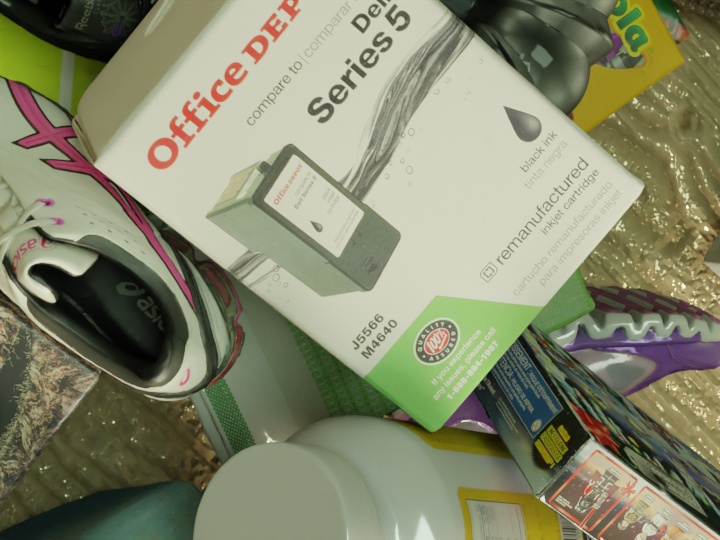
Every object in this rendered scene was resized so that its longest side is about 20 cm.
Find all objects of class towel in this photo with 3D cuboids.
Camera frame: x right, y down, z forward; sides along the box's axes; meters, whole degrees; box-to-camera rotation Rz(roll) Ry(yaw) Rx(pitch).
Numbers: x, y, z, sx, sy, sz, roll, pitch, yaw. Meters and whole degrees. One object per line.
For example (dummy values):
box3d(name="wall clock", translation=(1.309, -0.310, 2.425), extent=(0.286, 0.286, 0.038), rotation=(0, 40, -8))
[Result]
box3d(name="towel", translation=(0.000, 0.000, 0.957), extent=(0.199, 0.031, 0.150), rotation=(-24, 119, -3))

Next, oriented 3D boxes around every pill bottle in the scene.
box3d(name="pill bottle", translation=(0.016, 0.124, 0.902), extent=(0.200, 0.112, 0.113), rotation=(15, 85, -55))

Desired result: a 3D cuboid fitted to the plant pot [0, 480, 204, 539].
box3d(name="plant pot", translation=(-0.124, 0.207, 0.927), extent=(0.196, 0.196, 0.200), rotation=(47, 62, -15))

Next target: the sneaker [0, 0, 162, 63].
box3d(name="sneaker", translation=(-0.098, -0.109, 0.902), extent=(0.199, 0.088, 0.076), rotation=(23, 107, 4))

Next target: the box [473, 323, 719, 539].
box3d(name="box", translation=(0.139, 0.106, 0.953), extent=(0.200, 0.137, 0.040), rotation=(37, 102, -28))

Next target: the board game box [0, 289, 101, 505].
box3d(name="board game box", translation=(-0.242, 0.035, 0.899), extent=(0.200, 0.097, 0.160), rotation=(35, 99, -17))

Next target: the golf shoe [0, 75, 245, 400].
box3d(name="golf shoe", translation=(-0.135, -0.023, 0.866), extent=(0.200, 0.092, 0.073), rotation=(39, 98, 6))

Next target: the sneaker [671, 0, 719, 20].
box3d(name="sneaker", translation=(0.256, -0.161, 1.110), extent=(0.199, 0.070, 0.076), rotation=(23, 60, -18))

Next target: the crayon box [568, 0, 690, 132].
box3d(name="crayon box", translation=(0.083, -0.127, 1.062), extent=(0.200, 0.051, 0.127), rotation=(-36, 102, -16))

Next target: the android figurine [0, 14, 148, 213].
box3d(name="android figurine", translation=(-0.173, -0.069, 0.977), extent=(0.199, 0.041, 0.183), rotation=(6, 89, -18))

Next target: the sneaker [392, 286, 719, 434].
box3d(name="sneaker", translation=(0.099, 0.060, 1.063), extent=(0.199, 0.080, 0.089), rotation=(-6, 100, -15))

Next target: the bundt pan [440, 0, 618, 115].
box3d(name="bundt pan", translation=(0.042, -0.142, 0.981), extent=(0.201, 0.076, 0.203), rotation=(0, 92, -19))

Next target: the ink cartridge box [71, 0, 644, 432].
box3d(name="ink cartridge box", translation=(-0.002, -0.051, 0.867), extent=(0.200, 0.084, 0.146), rotation=(38, 95, -23))

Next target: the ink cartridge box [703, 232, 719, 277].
box3d(name="ink cartridge box", translation=(0.304, 0.008, 1.115), extent=(0.200, 0.068, 0.115), rotation=(37, 81, -17))
